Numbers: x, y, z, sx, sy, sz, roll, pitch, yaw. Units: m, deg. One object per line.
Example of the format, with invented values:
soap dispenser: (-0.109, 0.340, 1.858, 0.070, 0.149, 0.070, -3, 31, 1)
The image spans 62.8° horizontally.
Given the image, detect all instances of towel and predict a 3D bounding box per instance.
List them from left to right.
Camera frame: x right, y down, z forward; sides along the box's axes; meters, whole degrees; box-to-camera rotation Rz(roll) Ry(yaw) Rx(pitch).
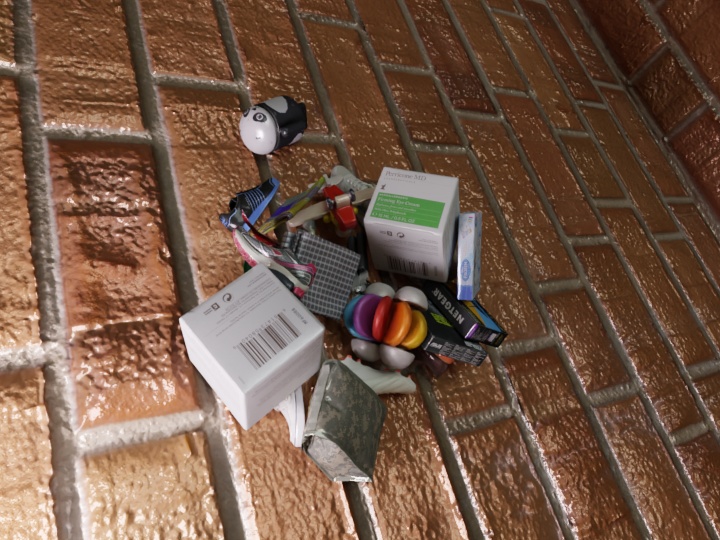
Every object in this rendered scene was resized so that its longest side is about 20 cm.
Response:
towel: (-0.167, -0.149, 1.395, 0.023, 0.142, 0.201, 53, 39, -15)
towel: (-0.096, 0.013, 1.301, 0.197, 0.084, 0.170, 20, 87, -45)

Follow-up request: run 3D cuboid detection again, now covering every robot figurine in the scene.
robot figurine: (-0.223, -0.382, 1.532, 0.199, 0.149, 0.127, -35, 94, -42)

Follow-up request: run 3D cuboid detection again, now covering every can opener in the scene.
can opener: (0.000, 0.000, 1.480, 0.066, 0.051, 0.205, 39, 38, -52)

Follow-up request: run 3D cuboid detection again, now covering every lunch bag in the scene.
lunch bag: (-0.044, 0.295, 1.160, 0.202, 0.115, 0.167, 57, 36, -37)

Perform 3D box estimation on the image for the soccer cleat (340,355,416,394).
soccer cleat: (0.031, 0.254, 1.318, 0.195, 0.069, 0.080, 19, 62, -14)

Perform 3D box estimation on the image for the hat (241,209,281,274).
hat: (-0.166, -0.033, 1.303, 0.197, 0.177, 0.168, -19, 69, -38)

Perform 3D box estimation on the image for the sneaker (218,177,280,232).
sneaker: (-0.262, -0.167, 1.406, 0.077, 0.070, 0.202, 36, 48, -11)

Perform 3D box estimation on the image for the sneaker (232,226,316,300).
sneaker: (-0.179, -0.025, 1.201, 0.198, 0.081, 0.075, 37, 74, 7)

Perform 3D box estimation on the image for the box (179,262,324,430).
box: (-0.202, 0.142, 1.123, 0.197, 0.173, 0.200, -36, 66, -28)

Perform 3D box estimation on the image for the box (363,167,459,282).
box: (0.133, -0.110, 1.435, 0.193, 0.202, 0.175, 11, 59, 17)

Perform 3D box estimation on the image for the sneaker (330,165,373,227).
sneaker: (-0.003, -0.211, 1.587, 0.076, 0.081, 0.201, -31, 78, -39)

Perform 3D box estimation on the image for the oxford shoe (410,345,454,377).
oxford shoe: (0.133, 0.174, 1.427, 0.199, 0.073, 0.071, 41, 16, 25)

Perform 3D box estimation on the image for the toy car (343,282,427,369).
toy car: (0.045, 0.111, 1.309, 0.149, 0.196, 0.180, 29, 73, -48)

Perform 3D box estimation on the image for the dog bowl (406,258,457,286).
dog bowl: (0.182, -0.043, 1.605, 0.195, 0.059, 0.205, 17, 53, -23)

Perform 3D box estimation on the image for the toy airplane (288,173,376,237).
toy airplane: (-0.060, -0.155, 1.488, 0.200, 0.195, 0.144, -52, 137, -47)

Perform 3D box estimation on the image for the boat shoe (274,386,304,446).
boat shoe: (-0.151, 0.256, 1.199, 0.064, 0.072, 0.206, -5, 68, -11)

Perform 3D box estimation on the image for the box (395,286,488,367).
box: (0.188, 0.135, 1.422, 0.197, 0.048, 0.194, 22, 20, -35)

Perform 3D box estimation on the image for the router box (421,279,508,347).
router box: (0.259, 0.100, 1.477, 0.147, 0.052, 0.201, 19, 23, -43)

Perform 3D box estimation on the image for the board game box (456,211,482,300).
board game box: (0.275, -0.043, 1.478, 0.200, 0.042, 0.206, -20, 112, -72)
